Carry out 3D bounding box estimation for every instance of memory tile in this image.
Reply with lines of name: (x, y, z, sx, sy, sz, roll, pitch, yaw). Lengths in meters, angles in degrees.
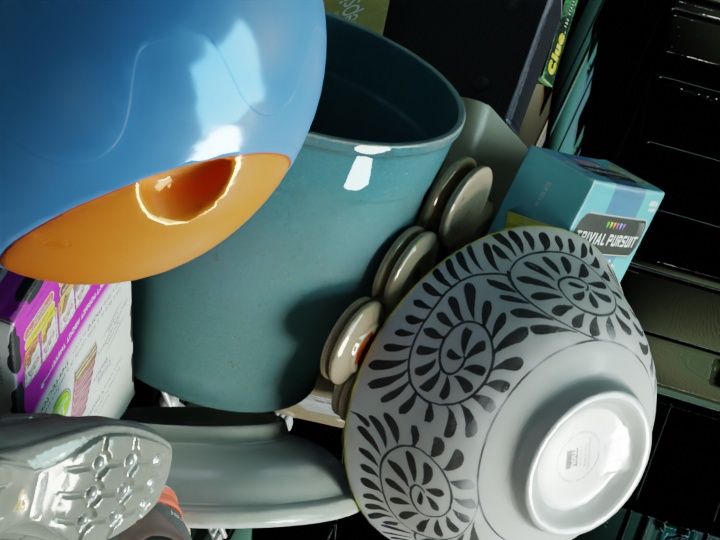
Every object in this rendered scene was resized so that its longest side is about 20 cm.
memory tile: (0.034, 0.034, 1.518, 0.154, 0.017, 0.200, -54, 159, -19)

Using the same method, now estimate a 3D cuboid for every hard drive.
hard drive: (0.031, -0.136, 1.747, 0.042, 0.199, 0.136, 54, 48, -45)

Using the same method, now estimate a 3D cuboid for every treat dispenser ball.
treat dispenser ball: (-0.114, -0.095, 1.112, 0.201, 0.199, 0.202, 16, 90, -79)

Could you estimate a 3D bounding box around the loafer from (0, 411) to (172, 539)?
loafer: (-0.170, 0.095, 1.277, 0.199, 0.070, 0.070, 2, 111, -53)

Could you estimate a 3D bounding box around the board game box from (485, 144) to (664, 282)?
board game box: (0.097, 0.030, 1.575, 0.201, 0.047, 0.151, -64, 160, 9)

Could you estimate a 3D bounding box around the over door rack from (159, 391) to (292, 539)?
over door rack: (-0.105, 0.065, 1.743, 0.148, 0.066, 0.201, -60, 148, -50)

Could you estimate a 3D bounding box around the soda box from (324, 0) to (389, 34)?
soda box: (-0.024, -0.173, 1.630, 0.200, 0.064, 0.068, 106, -39, -72)

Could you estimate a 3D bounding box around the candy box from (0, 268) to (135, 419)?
candy box: (-0.170, 0.038, 1.373, 0.201, 0.061, 0.137, 93, 19, -47)

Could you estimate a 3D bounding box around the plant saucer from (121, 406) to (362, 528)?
plant saucer: (-0.094, 0.107, 1.511, 0.200, 0.198, 0.051, -13, 106, -77)

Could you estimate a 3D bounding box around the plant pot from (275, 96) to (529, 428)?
plant pot: (0.000, 0.000, 1.665, 0.200, 0.198, 0.178, 41, 63, -59)

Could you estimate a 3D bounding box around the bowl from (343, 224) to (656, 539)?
bowl: (0.097, 0.086, 1.468, 0.200, 0.094, 0.202, -19, 125, -29)

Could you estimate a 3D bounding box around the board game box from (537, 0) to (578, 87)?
board game box: (0.055, -0.190, 1.810, 0.023, 0.199, 0.106, 34, 71, -57)

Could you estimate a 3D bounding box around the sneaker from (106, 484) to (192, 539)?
sneaker: (-0.160, 0.154, 1.328, 0.199, 0.082, 0.077, -11, 137, -35)

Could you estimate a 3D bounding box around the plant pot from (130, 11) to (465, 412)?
plant pot: (-0.064, -0.033, 1.493, 0.200, 0.199, 0.189, -48, 160, -65)
